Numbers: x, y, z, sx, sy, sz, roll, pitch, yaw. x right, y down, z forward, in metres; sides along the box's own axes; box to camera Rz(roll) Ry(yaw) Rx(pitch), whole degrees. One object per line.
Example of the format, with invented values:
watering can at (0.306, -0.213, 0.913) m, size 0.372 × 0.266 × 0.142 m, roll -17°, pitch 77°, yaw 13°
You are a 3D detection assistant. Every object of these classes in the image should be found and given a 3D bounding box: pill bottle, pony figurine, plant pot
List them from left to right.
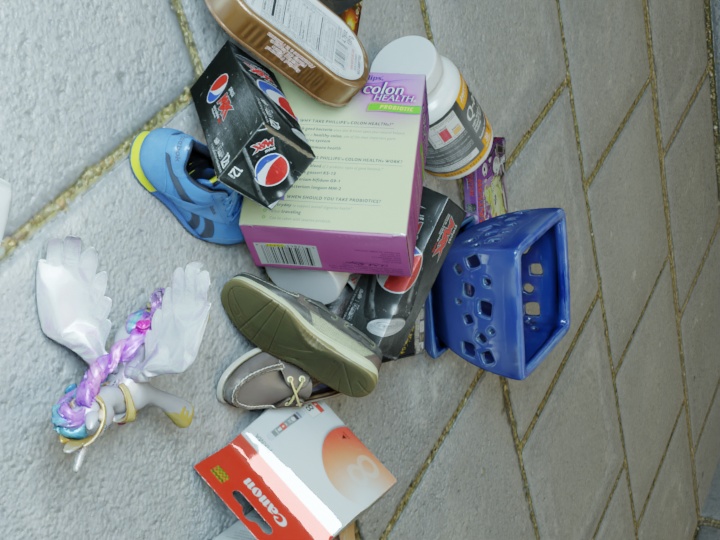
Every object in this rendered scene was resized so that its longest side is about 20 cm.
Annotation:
pony figurine at (-0.205, 0.073, 1.006) m, size 0.200 × 0.165 × 0.195 m, roll -8°, pitch 109°, yaw -75°
pill bottle at (-0.029, -0.066, 1.299) m, size 0.201 × 0.113 × 0.114 m, roll -63°, pitch 143°, yaw -32°
pill bottle at (0.095, -0.218, 1.489) m, size 0.200 × 0.116 × 0.117 m, roll 47°, pitch 55°, yaw -53°
plant pot at (0.191, 0.025, 1.627) m, size 0.200 × 0.179 × 0.201 m, roll -34°, pitch 122°, yaw -53°

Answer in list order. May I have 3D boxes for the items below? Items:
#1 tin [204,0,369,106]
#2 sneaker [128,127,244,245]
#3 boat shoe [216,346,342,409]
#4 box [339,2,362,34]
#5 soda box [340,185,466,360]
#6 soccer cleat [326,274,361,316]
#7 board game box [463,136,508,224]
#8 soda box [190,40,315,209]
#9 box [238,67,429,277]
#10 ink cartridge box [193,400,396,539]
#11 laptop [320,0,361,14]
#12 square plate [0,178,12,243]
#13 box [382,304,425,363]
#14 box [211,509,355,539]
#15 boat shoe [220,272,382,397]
tin at (-0.072, -0.248, 1.122) m, size 0.199 × 0.042 × 0.112 m, roll 33°, pitch 35°, yaw -26°
sneaker at (-0.150, -0.078, 1.126) m, size 0.200 × 0.078 × 0.066 m, roll 45°, pitch 54°, yaw -55°
boat shoe at (-0.072, 0.123, 1.266) m, size 0.199 × 0.059 × 0.072 m, roll -9°, pitch 121°, yaw -45°
box at (-0.062, -0.329, 1.274) m, size 0.200 × 0.039 × 0.138 m, roll 21°, pitch 75°, yaw -59°
soda box at (0.048, 0.001, 1.306) m, size 0.201 × 0.063 × 0.071 m, roll -65°, pitch 152°, yaw -1°
soccer cleat at (0.000, 0.000, 1.351) m, size 0.201 × 0.068 × 0.085 m, roll -57°, pitch 171°, yaw -4°
board game box at (0.203, -0.105, 1.782) m, size 0.120 × 0.032 × 0.201 m, roll -27°, pitch 118°, yaw -51°
soda box at (-0.107, -0.143, 1.062) m, size 0.063 × 0.200 × 0.071 m, roll 32°, pitch 109°, yaw -32°
box at (-0.023, -0.107, 1.193) m, size 0.097 × 0.175 × 0.201 m, roll 77°, pitch 19°, yaw -63°
ink cartridge box at (-0.069, 0.226, 1.243) m, size 0.050 × 0.162 × 0.200 m, roll -50°, pitch 167°, yaw 28°
laptop at (-0.063, -0.378, 1.218) m, size 0.201 × 0.103 × 0.178 m, roll -89°, pitch 162°, yaw -52°
square plate at (-0.351, 0.001, 0.837) m, size 0.200 × 0.028 × 0.200 m, roll 25°, pitch 73°, yaw -59°
box at (0.033, 0.020, 1.483) m, size 0.161 × 0.049 × 0.202 m, roll -4°, pitch 96°, yaw -61°
box at (-0.096, 0.365, 1.255) m, size 0.200 × 0.106 × 0.153 m, roll -27°, pitch 118°, yaw -56°
boat shoe at (-0.062, 0.064, 1.232) m, size 0.072 × 0.200 × 0.066 m, roll -51°, pitch -172°, yaw 38°
